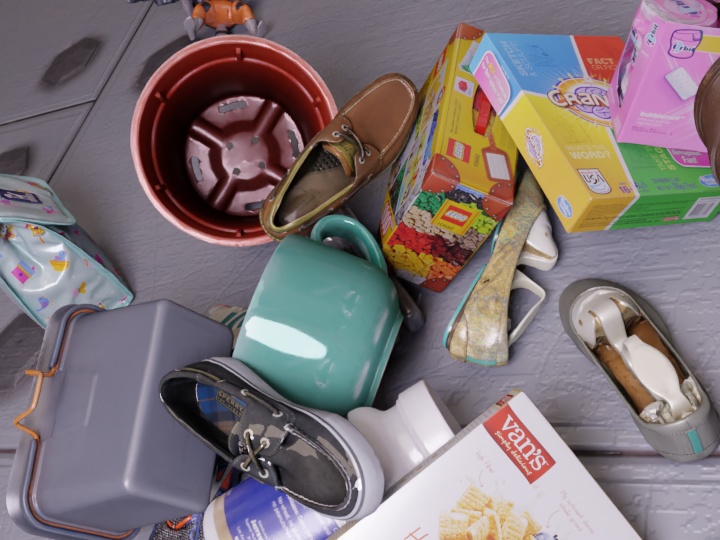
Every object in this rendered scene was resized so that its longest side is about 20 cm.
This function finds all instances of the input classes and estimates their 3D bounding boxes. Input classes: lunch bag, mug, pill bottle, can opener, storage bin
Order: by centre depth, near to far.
[{"bbox_3d":[-0.008,0.176,0.694,0.200,0.116,0.116,-33,41,3],"label":"pill bottle"},{"bbox_3d":[-0.191,0.114,0.748,0.134,0.145,0.200,-18,56,38],"label":"storage bin"},{"bbox_3d":[-0.025,0.044,0.765,0.114,0.152,0.185,20,89,5],"label":"mug"},{"bbox_3d":[0.000,0.000,0.905,0.053,0.067,0.200,-33,54,-2],"label":"can opener"},{"bbox_3d":[-0.385,-0.028,1.072,0.122,0.200,0.170,-43,41,-7],"label":"lunch bag"}]

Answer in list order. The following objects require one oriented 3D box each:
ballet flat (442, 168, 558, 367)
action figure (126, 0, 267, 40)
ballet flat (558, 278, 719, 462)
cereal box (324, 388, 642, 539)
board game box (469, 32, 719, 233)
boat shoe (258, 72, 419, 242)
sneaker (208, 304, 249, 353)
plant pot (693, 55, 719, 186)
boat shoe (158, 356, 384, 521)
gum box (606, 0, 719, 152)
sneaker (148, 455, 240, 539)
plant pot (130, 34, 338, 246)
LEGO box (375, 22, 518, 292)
[{"bbox_3d":[0.136,-0.001,0.802,0.071,0.071,0.200,5,56,37],"label":"ballet flat"},{"bbox_3d":[-0.244,-0.386,1.379,0.200,0.105,0.194,-13,36,-10],"label":"action figure"},{"bbox_3d":[0.206,0.056,0.695,0.067,0.064,0.200,-32,41,5],"label":"ballet flat"},{"bbox_3d":[0.075,0.196,0.613,0.200,0.040,0.144,-39,86,-1],"label":"cereal box"},{"bbox_3d":[0.201,-0.123,0.780,0.153,0.040,0.200,-6,53,-25],"label":"board game box"},{"bbox_3d":[-0.013,-0.102,0.840,0.200,0.072,0.068,-51,3,-3],"label":"boat shoe"},{"bbox_3d":[-0.111,0.055,0.906,0.200,0.070,0.093,-33,47,8],"label":"sneaker"},{"bbox_3d":[0.334,-0.042,0.615,0.200,0.200,0.199,-8,57,29],"label":"plant pot"},{"bbox_3d":[-0.069,0.118,0.636,0.200,0.057,0.069,24,109,42],"label":"boat shoe"},{"bbox_3d":[0.300,-0.155,0.718,0.200,0.114,0.066,6,48,-2],"label":"gum box"},{"bbox_3d":[-0.143,0.176,0.812,0.075,0.078,0.200,-1,52,35],"label":"sneaker"},{"bbox_3d":[-0.125,-0.129,0.962,0.201,0.201,0.195,-38,6,-2],"label":"plant pot"},{"bbox_3d":[0.084,-0.104,0.855,0.149,0.077,0.200,123,164,-51],"label":"LEGO box"}]
